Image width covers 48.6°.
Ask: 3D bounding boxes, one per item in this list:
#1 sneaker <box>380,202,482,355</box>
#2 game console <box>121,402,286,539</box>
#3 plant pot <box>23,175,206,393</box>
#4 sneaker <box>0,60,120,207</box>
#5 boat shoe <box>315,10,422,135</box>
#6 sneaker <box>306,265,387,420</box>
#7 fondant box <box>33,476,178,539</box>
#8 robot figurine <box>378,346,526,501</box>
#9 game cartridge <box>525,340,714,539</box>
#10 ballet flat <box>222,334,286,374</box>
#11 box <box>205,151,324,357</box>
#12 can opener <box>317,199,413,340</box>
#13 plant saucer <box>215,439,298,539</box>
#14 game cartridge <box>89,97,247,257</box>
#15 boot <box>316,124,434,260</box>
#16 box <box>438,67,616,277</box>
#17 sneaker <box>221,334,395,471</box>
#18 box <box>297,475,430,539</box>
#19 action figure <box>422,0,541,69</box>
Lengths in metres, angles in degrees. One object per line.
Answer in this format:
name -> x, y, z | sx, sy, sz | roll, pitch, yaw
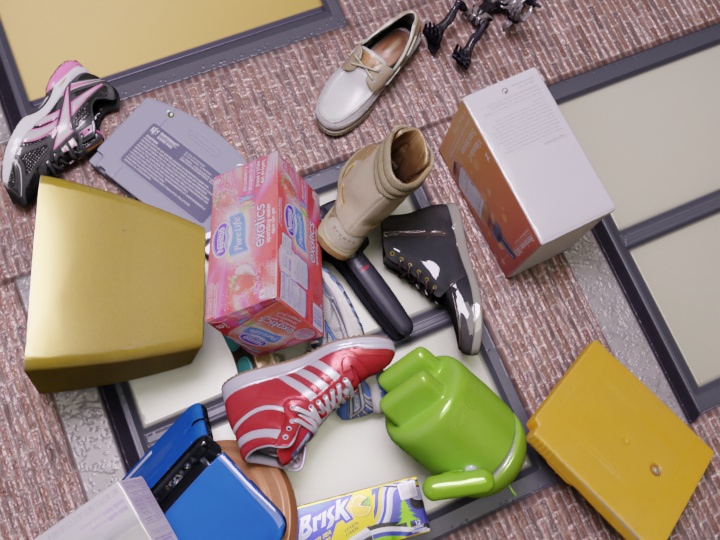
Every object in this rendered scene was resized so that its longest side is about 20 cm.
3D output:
sneaker -> 0.086, 0.017, 0.994 | 0.105, 0.075, 0.202 | -9, 66, -4
game console -> -0.194, 0.272, 0.851 | 0.200, 0.171, 0.118 | -47, 110, -2
plant pot -> -0.269, 0.029, 0.898 | 0.175, 0.200, 0.202 | 4, 74, -17
sneaker -> -0.368, -0.167, 0.992 | 0.086, 0.080, 0.201 | 23, 75, 0
boat shoe -> 0.009, -0.269, 1.061 | 0.075, 0.068, 0.201 | 35, 75, 5
sneaker -> -0.034, 0.087, 0.954 | 0.085, 0.077, 0.201 | -25, 82, -2
fondant box -> -0.229, 0.323, 0.760 | 0.144, 0.058, 0.201 | -35, 78, 1
robot figurine -> 0.108, 0.177, 0.903 | 0.116, 0.176, 0.200 | -39, 115, 19
game cartridge -> 0.308, 0.207, 0.952 | 0.200, 0.032, 0.176 | 44, 55, 9
ballet flat -> -0.126, 0.094, 0.961 | 0.063, 0.069, 0.202 | -10, 77, -37
box -> -0.107, -0.019, 0.908 | 0.094, 0.103, 0.201 | -18, 55, 21
can opener -> 0.000, 0.000, 0.989 | 0.078, 0.063, 0.201 | -33, 80, -13
plant saucer -> -0.161, 0.281, 0.860 | 0.199, 0.032, 0.202 | -13, 58, 22
game cartridge -> -0.226, -0.125, 1.017 | 0.200, 0.041, 0.133 | 38, 78, 5
boot -> 0.029, -0.120, 0.949 | 0.073, 0.155, 0.201 | 36, 42, -10
box -> 0.199, -0.117, 0.994 | 0.106, 0.152, 0.201 | -24, 78, -12
sneaker -> -0.045, 0.146, 0.862 | 0.198, 0.071, 0.113 | -19, 52, -2
box -> -0.026, 0.289, 0.903 | 0.198, 0.070, 0.065 | -12, 75, -8
action figure -> 0.179, -0.371, 1.088 | 0.119, 0.102, 0.200 | 39, 76, -1
